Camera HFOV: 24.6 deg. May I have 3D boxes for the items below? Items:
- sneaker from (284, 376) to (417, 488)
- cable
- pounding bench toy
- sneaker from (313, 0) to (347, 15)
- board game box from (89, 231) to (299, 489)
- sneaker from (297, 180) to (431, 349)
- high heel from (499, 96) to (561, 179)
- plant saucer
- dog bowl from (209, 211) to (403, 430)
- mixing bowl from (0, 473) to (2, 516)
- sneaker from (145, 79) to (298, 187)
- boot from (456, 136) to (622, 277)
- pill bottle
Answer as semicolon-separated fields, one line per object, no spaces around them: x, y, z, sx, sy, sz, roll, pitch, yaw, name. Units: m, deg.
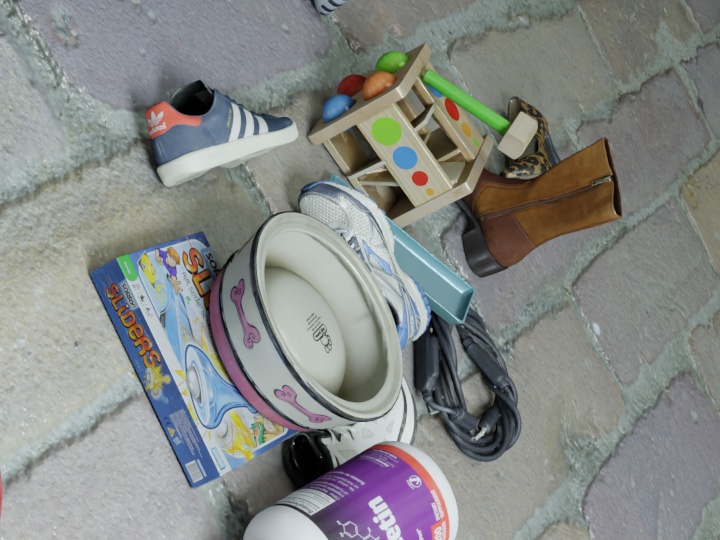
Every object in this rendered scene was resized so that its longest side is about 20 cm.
-0.010;0.147;1.522;0.115;0.076;0.201;37;40;-41;sneaker
0.121;0.105;1.790;0.163;0.051;0.200;38;37;-35;cable
0.070;-0.162;1.773;0.156;0.200;0.124;54;31;-16;pounding bench toy
-0.026;-0.381;1.931;0.088;0.074;0.200;47;33;-17;sneaker
-0.139;0.073;1.417;0.135;0.034;0.200;-24;87;-61;board game box
0.000;0.000;1.661;0.200;0.077;0.085;54;34;-15;sneaker
0.196;-0.161;2.120;0.200;0.071;0.143;-7;66;-62;high heel
0.035;-0.019;1.737;0.200;0.019;0.070;40;34;-9;plant saucer
-0.052;0.052;1.459;0.200;0.074;0.200;39;35;-35;dog bowl
-0.326;0.129;0.997;0.200;0.108;0.200;37;38;-37;mixing bowl
-0.130;-0.141;1.563;0.200;0.075;0.085;-25;92;-61;sneaker
0.199;-0.110;1.936;0.068;0.200;0.189;29;44;-45;boot
-0.019;0.228;1.374;0.200;0.112;0.113;-27;90;-40;pill bottle
